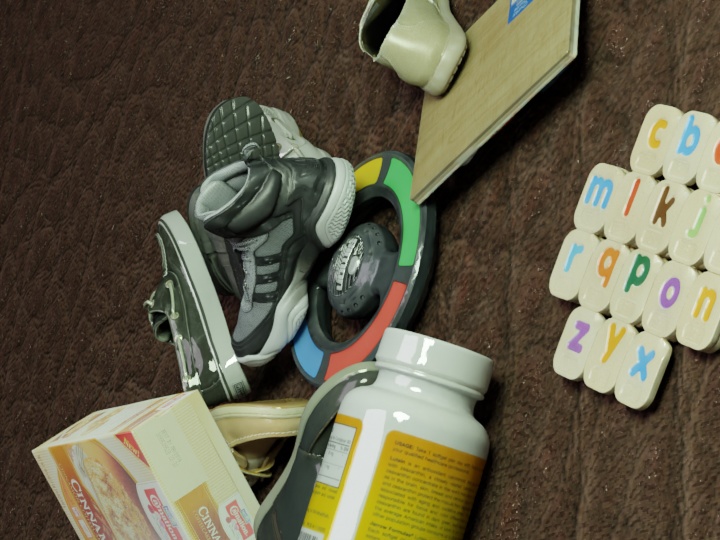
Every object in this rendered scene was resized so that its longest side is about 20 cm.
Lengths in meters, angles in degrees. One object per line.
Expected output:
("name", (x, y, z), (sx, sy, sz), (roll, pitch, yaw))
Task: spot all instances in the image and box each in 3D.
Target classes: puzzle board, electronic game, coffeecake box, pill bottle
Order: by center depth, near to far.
("pill bottle", (0.027, 0.148, 1.555), (0.111, 0.111, 0.201), (8, 79, 62))
("puzzle board", (0.107, -0.156, 1.687), (0.200, 0.017, 0.151), (-43, 27, 41))
("electronic game", (0.000, 0.000, 1.774), (0.200, 0.041, 0.201), (-40, 40, 44))
("coffeecake box", (-0.170, 0.190, 1.835), (0.073, 0.154, 0.200), (-32, 9, -32))

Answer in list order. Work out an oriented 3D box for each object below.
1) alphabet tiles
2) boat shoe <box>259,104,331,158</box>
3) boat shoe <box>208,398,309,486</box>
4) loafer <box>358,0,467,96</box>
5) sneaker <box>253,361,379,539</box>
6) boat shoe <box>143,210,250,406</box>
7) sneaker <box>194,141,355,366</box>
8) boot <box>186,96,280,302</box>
("alphabet tiles", (0.194, -0.010, 1.460), (0.200, 0.015, 0.196), (23, 93, 63))
("boat shoe", (-0.079, -0.095, 1.948), (0.071, 0.069, 0.200), (-61, 30, 12))
("boat shoe", (-0.099, 0.147, 1.839), (0.200, 0.073, 0.070), (-18, 76, 57))
("loafer", (0.033, -0.202, 1.798), (0.076, 0.068, 0.200), (-60, 20, 10))
("sneaker", (-0.010, 0.170, 1.663), (0.201, 0.074, 0.106), (-64, 31, 30))
("boat shoe", (-0.153, 0.032, 1.908), (0.071, 0.063, 0.201), (76, 173, -53))
("sneaker", (-0.089, -0.017, 1.794), (0.076, 0.113, 0.201), (-105, 37, -56))
("boot", (-0.118, -0.059, 1.916), (0.132, 0.069, 0.201), (27, 127, 60))
